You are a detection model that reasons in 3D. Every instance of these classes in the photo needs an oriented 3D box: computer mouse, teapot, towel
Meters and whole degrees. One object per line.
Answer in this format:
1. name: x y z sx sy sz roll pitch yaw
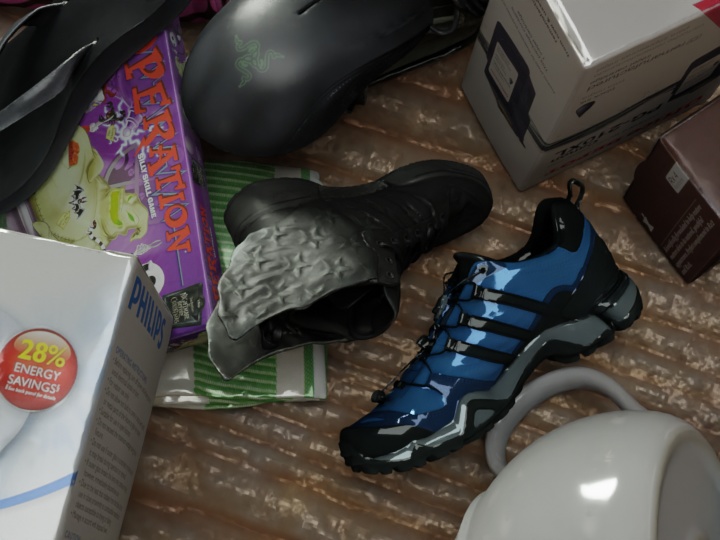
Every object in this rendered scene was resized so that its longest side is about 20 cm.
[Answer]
1. computer mouse: -0.021 -0.146 0.795 0.138 0.053 0.200 37 64 9
2. teapot: 0.108 0.165 0.734 0.145 0.200 0.199 -10 95 29
3. towel: -0.119 0.009 0.836 0.198 0.023 0.154 -2 73 -1

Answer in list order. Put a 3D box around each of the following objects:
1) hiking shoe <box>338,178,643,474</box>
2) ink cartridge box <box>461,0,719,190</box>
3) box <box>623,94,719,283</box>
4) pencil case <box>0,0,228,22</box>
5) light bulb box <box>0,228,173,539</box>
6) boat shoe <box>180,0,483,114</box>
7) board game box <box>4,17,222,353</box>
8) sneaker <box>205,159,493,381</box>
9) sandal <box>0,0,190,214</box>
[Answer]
1. hiking shoe: 0.060 0.035 0.800 0.199 0.074 0.087 -34 99 -21
2. ink cartridge box: 0.145 -0.136 0.795 0.144 0.200 0.085 -26 79 -9
3. box: 0.258 -0.084 0.835 0.199 0.100 0.075 -31 77 -10
4. pencil case: -0.174 -0.199 0.855 0.198 0.094 0.092 2 85 0
5. light bulb box: -0.211 0.081 0.681 0.196 0.125 0.202 12 75 4
6. boat shoe: -0.019 -0.126 0.853 0.199 0.071 0.064 -26 75 -11
7. board game box: -0.144 -0.046 0.806 0.119 0.032 0.202 -16 72 13
8. sneaker: 0.001 -0.002 0.783 0.198 0.060 0.105 -6 48 -27
9. sandal: -0.176 -0.115 0.797 0.076 0.043 0.200 42 94 25
